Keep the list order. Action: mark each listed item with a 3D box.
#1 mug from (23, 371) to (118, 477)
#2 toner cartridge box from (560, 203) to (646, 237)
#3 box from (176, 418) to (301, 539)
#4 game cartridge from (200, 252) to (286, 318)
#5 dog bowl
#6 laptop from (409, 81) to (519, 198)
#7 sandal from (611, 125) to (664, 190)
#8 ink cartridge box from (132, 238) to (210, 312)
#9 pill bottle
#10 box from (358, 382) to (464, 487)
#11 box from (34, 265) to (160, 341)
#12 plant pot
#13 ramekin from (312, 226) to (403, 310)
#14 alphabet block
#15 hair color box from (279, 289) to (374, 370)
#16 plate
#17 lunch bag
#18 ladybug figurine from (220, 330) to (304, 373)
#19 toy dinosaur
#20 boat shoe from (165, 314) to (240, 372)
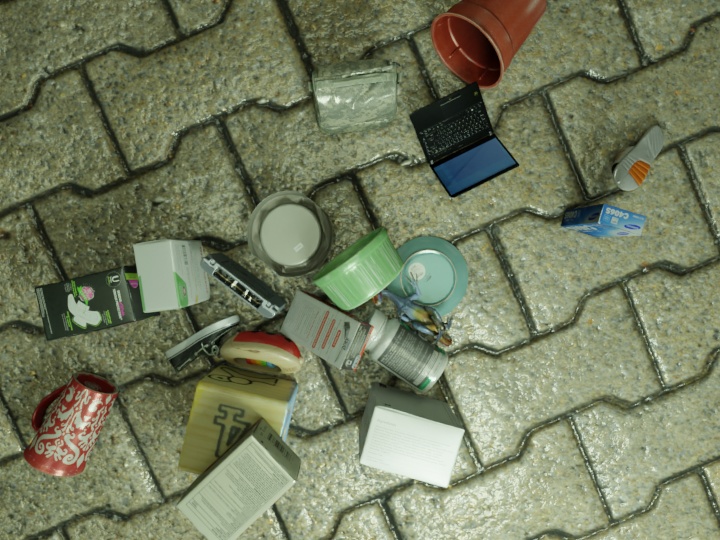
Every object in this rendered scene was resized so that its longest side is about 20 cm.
[{"bbox_3d":[-0.675,0.338,1.198,0.177,0.133,0.201,28,88,-3],"label":"mug"},{"bbox_3d":[0.533,-0.108,1.158,0.095,0.200,0.043,16,93,0],"label":"toner cartridge box"},{"bbox_3d":[-0.232,0.415,1.022,0.200,0.109,0.128,-43,92,1],"label":"box"},{"bbox_3d":[-0.263,0.033,1.189,0.200,0.133,0.041,38,98,0],"label":"game cartridge"},{"bbox_3d":[-0.162,-0.084,1.224,0.199,0.059,0.201,0,92,0],"label":"dog bowl"},{"bbox_3d":[0.237,-0.301,1.196,0.177,0.103,0.201,-26,112,0],"label":"laptop"},{"bbox_3d":[0.646,-0.261,1.231,0.207,0.059,0.079,-45,109,-20],"label":"sandal"},{"bbox_3d":[-0.411,0.008,1.155,0.087,0.200,0.146,-8,92,3],"label":"ink cartridge box"},{"bbox_3d":[0.092,0.183,1.205,0.200,0.113,0.113,34,91,-2],"label":"pill bottle"},{"bbox_3d":[0.105,0.359,1.166,0.199,0.199,0.131,16,92,-1],"label":"box"},{"bbox_3d":[-0.588,0.071,1.180,0.199,0.149,0.125,-12,90,0],"label":"box"},{"bbox_3d":[0.296,-0.551,1.159,0.201,0.201,0.195,42,83,-1],"label":"plant pot"},{"bbox_3d":[0.000,0.000,1.163,0.200,0.200,0.098,-37,99,1],"label":"ramekin"},{"bbox_3d":[-0.265,0.342,1.168,0.199,0.195,0.197,13,90,0],"label":"alphabet block"},{"bbox_3d":[-0.079,0.133,1.178,0.200,0.064,0.111,25,92,36],"label":"hair color box"},{"bbox_3d":[0.161,0.018,1.246,0.199,0.026,0.201,0,92,0],"label":"plate"},{"bbox_3d":[-0.011,-0.397,1.163,0.199,0.168,0.140,-7,92,-1],"label":"lunch bag"},{"bbox_3d":[-0.223,0.187,1.202,0.199,0.136,0.072,7,61,10],"label":"ladybug figurine"},{"bbox_3d":[0.112,0.105,1.208,0.181,0.200,0.105,25,58,30],"label":"toy dinosaur"},{"bbox_3d":[-0.361,0.174,1.220,0.199,0.074,0.068,-30,87,1],"label":"boat shoe"}]
